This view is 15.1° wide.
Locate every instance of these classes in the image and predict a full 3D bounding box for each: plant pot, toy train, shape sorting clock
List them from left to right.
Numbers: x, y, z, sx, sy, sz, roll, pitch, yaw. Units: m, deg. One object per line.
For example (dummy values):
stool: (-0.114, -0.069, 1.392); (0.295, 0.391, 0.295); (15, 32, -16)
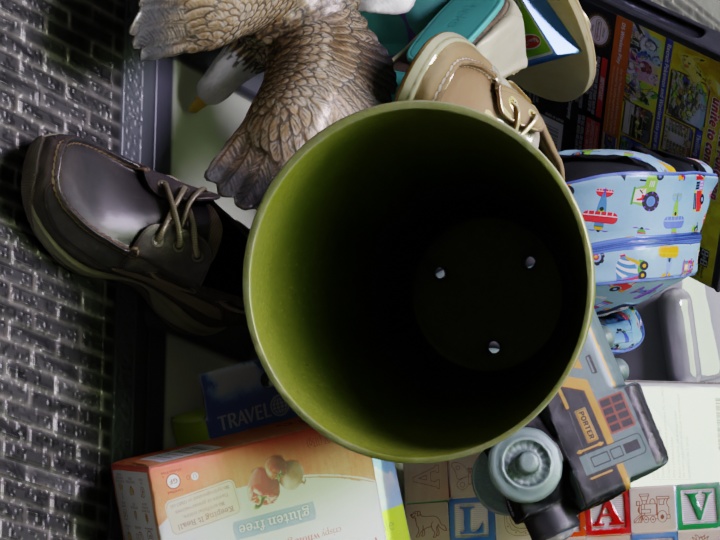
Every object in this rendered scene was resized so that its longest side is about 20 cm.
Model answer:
plant pot: (0.051, 0.008, 1.500); (0.200, 0.186, 0.188); (6, 76, -76)
shape sorting clock: (0.085, -0.194, 1.779); (0.039, 0.200, 0.200); (-34, 118, -17)
toy train: (0.106, 0.064, 1.659); (0.085, 0.114, 0.201); (117, -48, -74)

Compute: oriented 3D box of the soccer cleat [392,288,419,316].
soccer cleat: (0.000, 0.000, 1.635); (0.069, 0.078, 0.201); (-16, 84, -19)

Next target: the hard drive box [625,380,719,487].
hard drive box: (0.170, 0.154, 1.833); (0.199, 0.077, 0.157); (3, 78, -31)

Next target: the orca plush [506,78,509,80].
orca plush: (0.103, -0.199, 1.908); (0.105, 0.071, 0.201); (-45, 120, -55)

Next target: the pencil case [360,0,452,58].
pencil case: (0.014, -0.206, 1.735); (0.085, 0.092, 0.200); (-51, 127, -39)

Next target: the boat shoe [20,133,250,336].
boat shoe: (-0.108, -0.026, 1.492); (0.200, 0.073, 0.075); (33, 54, -52)

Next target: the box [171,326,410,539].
box: (-0.033, 0.143, 1.555); (0.122, 0.048, 0.201); (-15, 96, -33)

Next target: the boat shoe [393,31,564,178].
boat shoe: (0.077, -0.084, 1.613); (0.074, 0.066, 0.200); (-60, 158, -1)

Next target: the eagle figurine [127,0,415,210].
eagle figurine: (-0.049, -0.134, 1.557); (0.200, 0.151, 0.151); (-82, -174, -71)

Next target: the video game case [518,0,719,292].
video game case: (0.183, -0.099, 1.842); (0.025, 0.180, 0.200); (-42, 149, -36)

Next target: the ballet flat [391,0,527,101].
ballet flat: (0.036, -0.102, 1.662); (0.200, 0.069, 0.070); (-38, 116, -36)

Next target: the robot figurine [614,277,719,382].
robot figurine: (0.222, 0.048, 2.001); (0.170, 0.113, 0.201); (-102, -179, -89)

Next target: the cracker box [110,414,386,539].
cracker box: (-0.049, 0.188, 1.483); (0.134, 0.058, 0.201); (-13, 95, -27)

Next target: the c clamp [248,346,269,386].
c clamp: (-0.031, 0.128, 1.625); (0.171, 0.027, 0.201); (-35, 111, -59)

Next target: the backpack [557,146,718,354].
backpack: (0.135, -0.010, 1.781); (0.182, 0.199, 0.135); (0, 81, -61)

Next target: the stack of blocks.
stack of blocks: (0.131, 0.170, 1.713); (0.059, 0.199, 0.116); (40, 47, -75)
